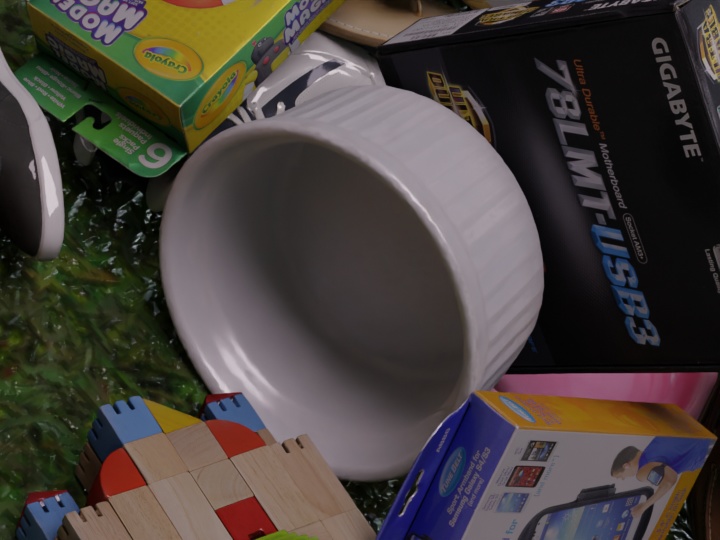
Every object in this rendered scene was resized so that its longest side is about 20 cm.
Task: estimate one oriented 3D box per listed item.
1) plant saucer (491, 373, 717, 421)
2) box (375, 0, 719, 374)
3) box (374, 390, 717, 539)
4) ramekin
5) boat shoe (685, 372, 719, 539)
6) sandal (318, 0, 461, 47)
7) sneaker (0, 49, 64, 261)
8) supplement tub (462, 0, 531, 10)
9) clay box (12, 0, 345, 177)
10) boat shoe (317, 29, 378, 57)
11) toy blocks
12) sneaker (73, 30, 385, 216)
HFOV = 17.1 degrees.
[{"bbox_3d":[0.113,0.030,1.399,0.199,0.051,0.202,14,54,-21],"label":"plant saucer"},{"bbox_3d":[0.123,-0.043,1.241,0.050,0.198,0.201,-36,114,-40],"label":"box"},{"bbox_3d":[0.093,0.125,1.244,0.199,0.120,0.041,5,25,-49],"label":"box"},{"bbox_3d":[0.000,0.000,1.261,0.201,0.201,0.098,47,43,6],"label":"ramekin"},{"bbox_3d":[0.223,0.091,1.334,0.071,0.202,0.068,6,17,2],"label":"boat shoe"},{"bbox_3d":[-0.025,-0.189,1.380,0.210,0.070,0.078,21,32,22],"label":"sandal"},{"bbox_3d":[-0.229,-0.080,1.268,0.099,0.071,0.201,-11,60,-32],"label":"sneaker"},{"bbox_3d":[0.122,-0.200,1.407,0.200,0.145,0.146,37,42,-40],"label":"supplement tub"},{"bbox_3d":[-0.090,-0.149,1.301,0.115,0.048,0.200,33,63,21],"label":"clay box"},{"bbox_3d":[0.036,-0.114,1.448,0.199,0.072,0.071,25,34,-18],"label":"boat shoe"},{"bbox_3d":[-0.090,0.122,1.206,0.199,0.100,0.137,-16,57,-37],"label":"toy blocks"},{"bbox_3d":[-0.073,-0.075,1.344,0.198,0.080,0.130,17,54,-19],"label":"sneaker"}]
